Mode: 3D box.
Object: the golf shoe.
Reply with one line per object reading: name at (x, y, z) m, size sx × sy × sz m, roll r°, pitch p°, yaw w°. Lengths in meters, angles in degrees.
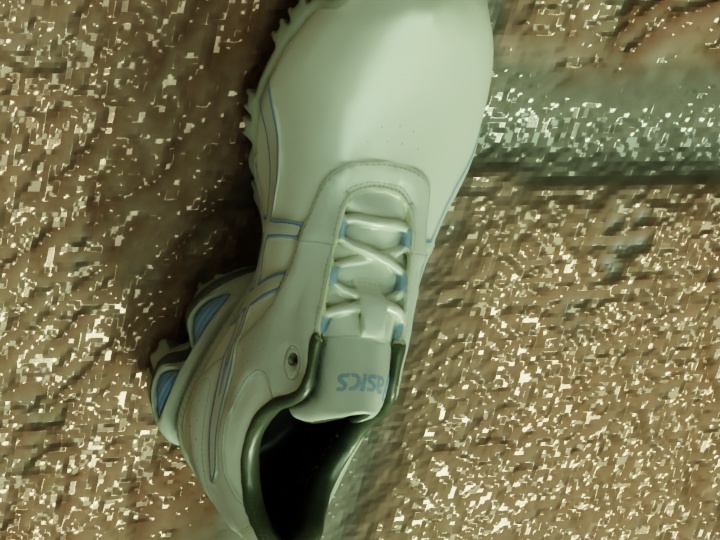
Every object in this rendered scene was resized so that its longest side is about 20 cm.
golf shoe at (0.000, 0.000, 0.729) m, size 0.078 × 0.097 × 0.201 m, roll 5°, pitch 123°, yaw -24°
